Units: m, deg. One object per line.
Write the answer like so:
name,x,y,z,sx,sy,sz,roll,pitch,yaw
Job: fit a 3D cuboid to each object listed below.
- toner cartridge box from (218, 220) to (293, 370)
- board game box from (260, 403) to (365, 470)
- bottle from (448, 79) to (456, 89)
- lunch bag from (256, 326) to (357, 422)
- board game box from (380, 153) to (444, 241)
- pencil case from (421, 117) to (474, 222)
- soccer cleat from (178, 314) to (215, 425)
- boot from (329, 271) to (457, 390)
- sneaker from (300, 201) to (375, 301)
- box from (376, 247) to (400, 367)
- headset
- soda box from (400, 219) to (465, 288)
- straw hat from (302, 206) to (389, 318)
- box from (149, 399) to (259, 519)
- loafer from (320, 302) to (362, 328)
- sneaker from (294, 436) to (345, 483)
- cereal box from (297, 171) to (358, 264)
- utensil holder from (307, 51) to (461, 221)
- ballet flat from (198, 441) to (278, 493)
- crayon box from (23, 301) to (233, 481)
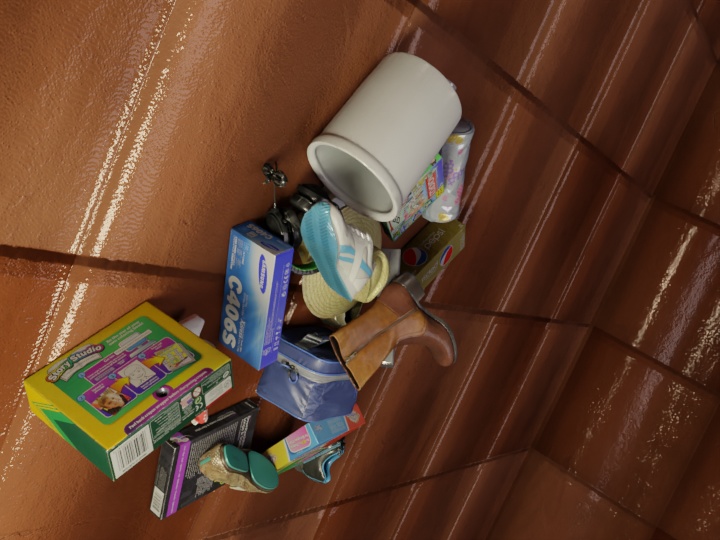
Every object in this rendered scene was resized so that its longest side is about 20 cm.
toner cartridge box,-0.159,0.039,1.341,0.043,0.094,0.203,-25,135,-47
board game box,-0.106,0.318,1.627,0.199,0.041,0.152,-37,165,32
bottle,0.100,-0.240,1.555,0.203,0.065,0.083,-61,159,-1
lunch bag,-0.080,0.167,1.541,0.199,0.134,0.135,3,109,-62
board game box,0.087,-0.127,1.545,0.134,0.029,0.200,-44,167,-3
pencil case,0.158,-0.190,1.678,0.091,0.082,0.203,-52,155,-48
soccer cleat,-0.245,0.150,1.326,0.085,0.068,0.202,-39,140,-28
boot,0.061,0.131,1.506,0.200,0.068,0.190,-42,113,-33
sneaker,-0.030,-0.043,1.340,0.081,0.076,0.201,-48,149,-20
box,0.048,0.071,1.632,0.156,0.040,0.205,75,20,-83
headset,-0.089,-0.078,1.340,0.123,0.094,0.201,-42,126,-13
soda box,0.129,-0.026,1.793,0.200,0.067,0.065,-43,147,-31
straw hat,0.000,0.000,1.472,0.200,0.084,0.205,-29,131,-39
box,-0.255,0.309,1.484,0.198,0.036,0.145,-17,130,-52
loafer,-0.005,0.016,1.600,0.075,0.068,0.203,3,113,-54
sneaker,-0.053,0.326,1.789,0.073,0.081,0.203,25,92,-60
cereal box,-0.029,-0.092,1.496,0.201,0.039,0.145,-49,148,-22
utensil holder,0.040,-0.208,1.382,0.201,0.168,0.171,-53,151,-20
ballet flat,-0.206,0.332,1.493,0.064,0.072,0.200,-21,147,14
crayon box,-0.289,0.144,1.130,0.199,0.171,0.059,-36,140,-38
